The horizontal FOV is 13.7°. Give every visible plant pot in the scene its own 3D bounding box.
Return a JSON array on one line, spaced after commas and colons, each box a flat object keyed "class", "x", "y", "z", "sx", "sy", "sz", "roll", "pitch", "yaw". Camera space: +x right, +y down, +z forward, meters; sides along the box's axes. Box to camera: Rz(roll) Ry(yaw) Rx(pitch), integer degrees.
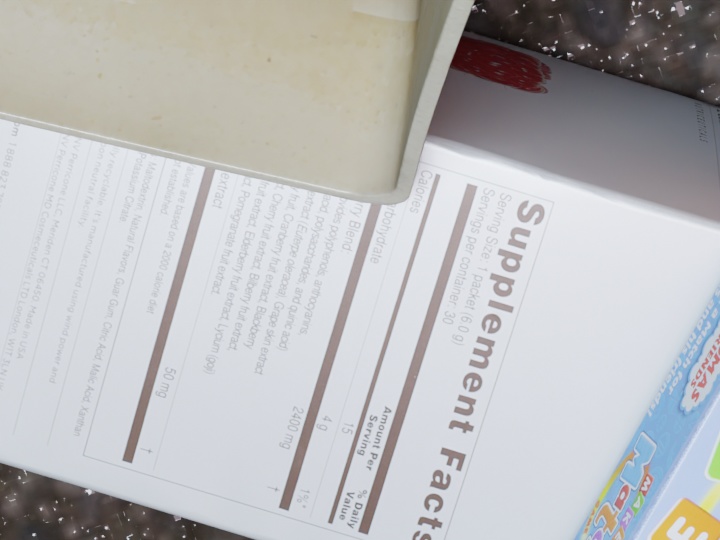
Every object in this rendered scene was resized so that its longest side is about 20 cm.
[{"class": "plant pot", "x": -0.060, "y": -0.143, "z": 0.642, "sx": 0.199, "sy": 0.200, "sz": 0.177, "roll": 13, "pitch": 76, "yaw": -1}]

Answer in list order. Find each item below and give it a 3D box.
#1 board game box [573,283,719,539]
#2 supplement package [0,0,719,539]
[{"class": "board game box", "x": 0.147, "y": 0.099, "z": 0.753, "sx": 0.200, "sy": 0.037, "sz": 0.151, "roll": 24, "pitch": 105, "yaw": -16}, {"class": "supplement package", "x": 0.000, "y": 0.000, "z": 0.797, "sx": 0.200, "sy": 0.121, "sz": 0.120, "roll": 17, "pitch": 108, "yaw": -1}]
